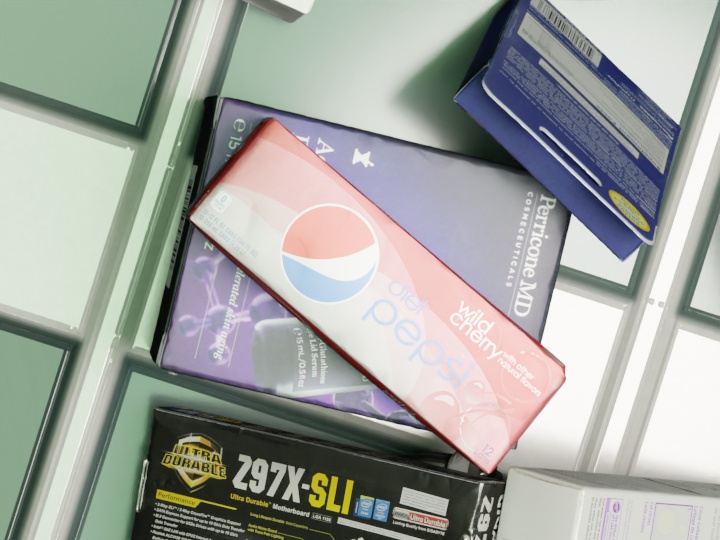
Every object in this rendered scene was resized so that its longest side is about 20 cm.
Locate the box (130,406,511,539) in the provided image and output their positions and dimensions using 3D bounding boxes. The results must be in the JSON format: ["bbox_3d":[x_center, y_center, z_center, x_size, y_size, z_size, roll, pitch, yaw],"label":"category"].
[{"bbox_3d":[-0.029,0.168,1.574,0.199,0.049,0.161,10,90,26],"label":"box"}]

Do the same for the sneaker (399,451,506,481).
[{"bbox_3d":[0.037,0.186,1.624,0.090,0.066,0.201,2,109,19],"label":"sneaker"}]

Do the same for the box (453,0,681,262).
[{"bbox_3d":[0.108,-0.075,1.550,0.121,0.200,0.032,43,110,-6],"label":"box"}]

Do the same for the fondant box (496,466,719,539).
[{"bbox_3d":[0.150,0.185,1.583,0.199,0.058,0.145,9,92,-43],"label":"fondant box"}]

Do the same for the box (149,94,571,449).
[{"bbox_3d":[0.000,0.000,1.588,0.199,0.104,0.149,12,91,-6],"label":"box"}]

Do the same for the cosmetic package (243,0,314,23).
[{"bbox_3d":[-0.111,-0.196,1.577,0.199,0.083,0.051,25,91,-7],"label":"cosmetic package"}]

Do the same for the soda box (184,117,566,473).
[{"bbox_3d":[0.007,0.012,1.505,0.200,0.063,0.070,40,88,-6],"label":"soda box"}]
